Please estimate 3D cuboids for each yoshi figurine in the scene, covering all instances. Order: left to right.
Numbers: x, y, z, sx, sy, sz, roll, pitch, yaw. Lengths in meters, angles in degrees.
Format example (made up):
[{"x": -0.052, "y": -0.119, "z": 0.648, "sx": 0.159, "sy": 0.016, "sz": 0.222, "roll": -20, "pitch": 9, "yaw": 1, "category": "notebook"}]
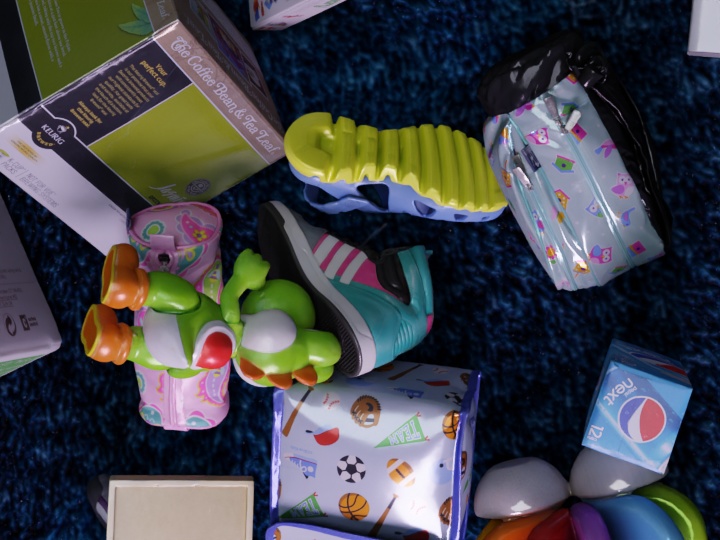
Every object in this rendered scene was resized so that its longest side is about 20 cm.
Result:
[{"x": -0.114, "y": 0.038, "z": 1.055, "sx": 0.200, "sy": 0.112, "sz": 0.112, "roll": 15, "pitch": 72, "yaw": -20, "category": "yoshi figurine"}]

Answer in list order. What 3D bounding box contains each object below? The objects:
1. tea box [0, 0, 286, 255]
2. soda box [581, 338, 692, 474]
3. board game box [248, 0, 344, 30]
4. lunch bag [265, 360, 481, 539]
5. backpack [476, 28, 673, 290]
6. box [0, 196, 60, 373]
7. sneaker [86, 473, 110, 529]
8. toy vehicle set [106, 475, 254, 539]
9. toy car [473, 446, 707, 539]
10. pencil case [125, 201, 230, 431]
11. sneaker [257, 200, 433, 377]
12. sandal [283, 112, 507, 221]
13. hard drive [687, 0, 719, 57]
[{"x": -0.195, "y": -0.146, "z": 1.092, "sx": 0.196, "sy": 0.200, "sz": 0.134, "roll": -27, "pitch": 57, "yaw": 10, "category": "tea box"}, {"x": 0.216, "y": 0.102, "z": 1.035, "sx": 0.064, "sy": 0.200, "sz": 0.068, "roll": 19, "pitch": 95, "yaw": 10, "category": "soda box"}, {"x": -0.044, "y": -0.279, "z": 1.088, "sx": 0.035, "sy": 0.200, "sz": 0.127, "roll": -5, "pitch": 91, "yaw": -27, "category": "board game box"}, {"x": 0.011, "y": 0.184, "z": 1.121, "sx": 0.170, "sy": 0.124, "sz": 0.201, "roll": 8, "pitch": 107, "yaw": 11, "category": "lunch bag"}, {"x": 0.173, "y": -0.087, "z": 1.073, "sx": 0.126, "sy": 0.167, "sz": 0.200, "roll": -24, "pitch": 99, "yaw": 16, "category": "backpack"}, {"x": -0.404, "y": 0.018, "z": 1.144, "sx": 0.171, "sy": 0.199, "sz": 0.200, "roll": -24, "pitch": 87, "yaw": 11, "category": "box"}, {"x": -0.152, "y": 0.241, "z": 1.183, "sx": 0.088, "sy": 0.074, "sz": 0.200, "roll": -43, "pitch": 95, "yaw": -1, "category": "sneaker"}, {"x": -0.157, "y": 0.277, "z": 1.133, "sx": 0.124, "sy": 0.027, "sz": 0.201, "roll": 3, "pitch": 89, "yaw": -8, "category": "toy vehicle set"}, {"x": 0.183, "y": 0.236, "z": 1.070, "sx": 0.199, "sy": 0.150, "sz": 0.176, "roll": -14, "pitch": 88, "yaw": 11, "category": "toy car"}, {"x": -0.155, "y": 0.040, "z": 1.127, "sx": 0.087, "sy": 0.087, "sz": 0.200, "roll": 8, "pitch": 121, "yaw": 10, "category": "pencil case"}, {"x": 0.000, "y": 0.000, "z": 1.138, "sx": 0.120, "sy": 0.084, "sz": 0.200, "roll": -15, "pitch": 49, "yaw": -27, "category": "sneaker"}, {"x": 0.029, "y": -0.080, "z": 1.135, "sx": 0.199, "sy": 0.087, "sz": 0.080, "roll": 13, "pitch": 59, "yaw": -5, "category": "sandal"}, {"x": 0.347, "y": -0.275, "z": 1.090, "sx": 0.131, "sy": 0.026, "sz": 0.201, "roll": 6, "pitch": 92, "yaw": 11, "category": "hard drive"}]
